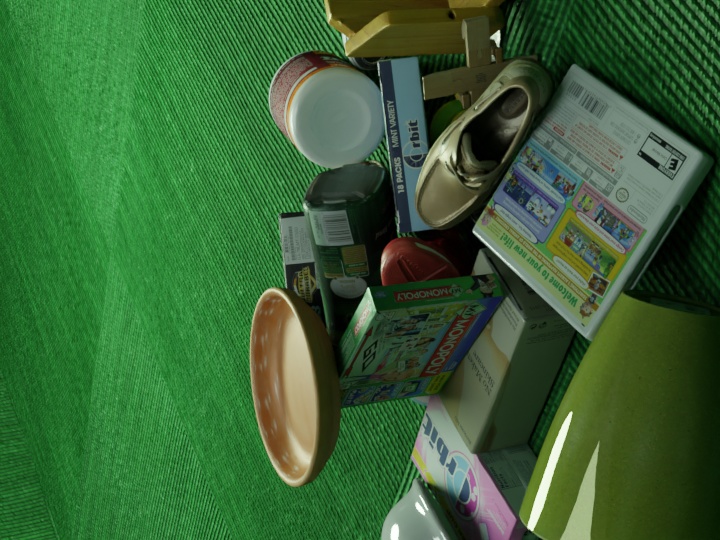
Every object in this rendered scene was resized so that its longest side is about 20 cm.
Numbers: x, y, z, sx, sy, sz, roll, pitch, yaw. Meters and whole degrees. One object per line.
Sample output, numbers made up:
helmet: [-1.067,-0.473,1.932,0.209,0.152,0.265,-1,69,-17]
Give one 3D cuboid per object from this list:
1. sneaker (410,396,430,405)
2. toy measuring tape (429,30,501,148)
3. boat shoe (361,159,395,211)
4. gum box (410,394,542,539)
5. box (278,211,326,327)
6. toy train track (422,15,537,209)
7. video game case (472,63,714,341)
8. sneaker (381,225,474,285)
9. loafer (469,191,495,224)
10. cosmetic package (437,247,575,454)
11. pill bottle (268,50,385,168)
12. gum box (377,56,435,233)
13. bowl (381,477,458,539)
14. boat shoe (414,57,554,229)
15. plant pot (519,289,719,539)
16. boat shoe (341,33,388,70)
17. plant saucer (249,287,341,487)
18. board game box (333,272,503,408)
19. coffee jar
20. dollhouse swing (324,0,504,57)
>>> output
sneaker: [0.055,0.037,1.741,0.200,0.079,0.131,52,146,30]
toy measuring tape: [0.105,-0.172,1.569,0.073,0.073,0.202,34,129,57]
boat shoe: [0.006,-0.088,1.742,0.200,0.070,0.063,-45,-49,-82]
gum box: [0.134,0.225,1.644,0.201,0.066,0.114,58,146,40]
box: [-0.048,0.035,1.744,0.200,0.049,0.201,-21,-73,-84]
toy train track: [0.115,-0.153,1.524,0.033,0.114,0.202,-116,18,-59]
video game case: [0.197,-0.063,1.372,0.183,0.022,0.200,-59,38,13]
sneaker: [0.065,-0.008,1.602,0.200,0.078,0.116,44,-160,-52]
loafer: [0.173,-0.037,1.468,0.200,0.069,0.071,20,117,62]
cosmetic package: [0.144,0.078,1.568,0.106,0.070,0.201,60,148,39]
pill bottle: [-0.044,-0.192,1.809,0.200,0.112,0.114,-130,37,-68]
gum box: [0.050,-0.132,1.632,0.200,0.044,0.172,-66,-31,-84]
bowl: [0.076,0.329,1.668,0.202,0.090,0.201,59,-179,-2]
boat shoe: [0.105,-0.111,1.468,0.071,0.065,0.201,35,123,3]
plant pot: [0.240,0.124,1.287,0.187,0.186,0.202,24,106,61]
boat shoe: [0.029,-0.293,1.685,0.071,0.071,0.201,-118,33,-43]
plant saucer: [-0.064,0.116,1.589,0.200,0.037,0.202,173,90,-68]
board game box: [0.044,0.072,1.535,0.200,0.133,0.029,116,142,-54]
coffee jar: [0.000,0.000,1.615,0.104,0.084,0.202,-67,-30,-60]
dollhouse swing: [0.064,-0.333,1.484,0.176,0.180,0.202,124,139,-67]
